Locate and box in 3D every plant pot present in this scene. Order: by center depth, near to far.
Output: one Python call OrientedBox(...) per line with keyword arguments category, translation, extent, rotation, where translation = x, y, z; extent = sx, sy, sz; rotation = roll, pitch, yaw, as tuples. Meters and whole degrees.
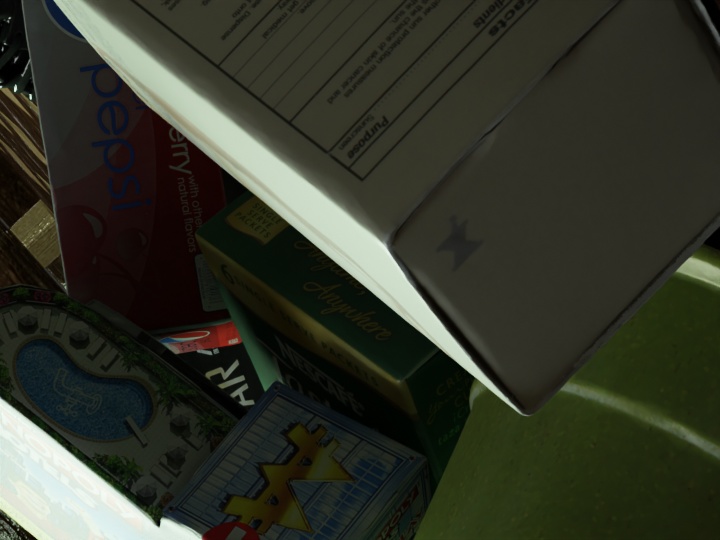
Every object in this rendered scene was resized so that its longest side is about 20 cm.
OrientedBox(category="plant pot", translation=(0.077, 0.119, 0.743), extent=(0.200, 0.190, 0.200), rotation=(31, 161, 12))

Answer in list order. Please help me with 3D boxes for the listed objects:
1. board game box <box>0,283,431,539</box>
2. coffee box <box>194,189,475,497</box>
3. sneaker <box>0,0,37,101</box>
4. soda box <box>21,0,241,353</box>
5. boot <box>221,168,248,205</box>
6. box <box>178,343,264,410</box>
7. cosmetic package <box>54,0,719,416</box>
OrientedBox(category="board game box", translation=(-0.049, 0.078, 0.867), extent=(0.200, 0.062, 0.200), rotation=(38, 160, 6))
OrientedBox(category="coffee box", translation=(0.018, 0.067, 0.909), extent=(0.123, 0.044, 0.200), rotation=(36, 155, 42))
OrientedBox(category="sneaker", translation=(-0.125, -0.094, 1.162), extent=(0.104, 0.060, 0.200), rotation=(58, -150, 2))
OrientedBox(category="soda box", translation=(-0.089, -0.069, 0.962), extent=(0.070, 0.063, 0.200), rotation=(102, 159, -81))
OrientedBox(category="boot", translation=(-0.024, -0.041, 1.104), extent=(0.200, 0.069, 0.174), rotation=(39, -177, -32))
OrientedBox(category="box", translation=(-0.076, 0.032, 1.263), extent=(0.160, 0.044, 0.200), rotation=(-121, 11, -73))
OrientedBox(category="cosmetic package", translation=(0.004, -0.062, 0.699), extent=(0.200, 0.103, 0.087), rotation=(41, 173, 45))
